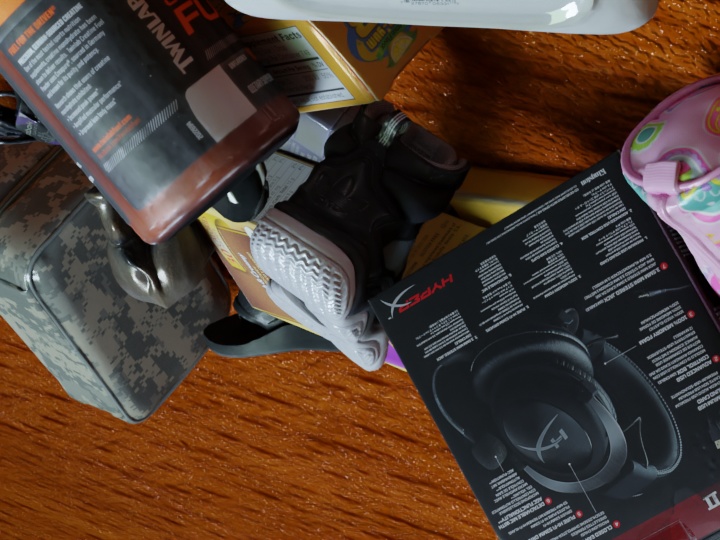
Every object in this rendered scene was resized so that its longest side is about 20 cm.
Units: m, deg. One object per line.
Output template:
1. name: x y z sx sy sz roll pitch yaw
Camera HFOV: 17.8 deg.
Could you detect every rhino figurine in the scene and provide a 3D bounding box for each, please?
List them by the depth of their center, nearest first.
1. rhino figurine: -0.117 -0.037 1.444 0.200 0.060 0.088 -63 -43 -72

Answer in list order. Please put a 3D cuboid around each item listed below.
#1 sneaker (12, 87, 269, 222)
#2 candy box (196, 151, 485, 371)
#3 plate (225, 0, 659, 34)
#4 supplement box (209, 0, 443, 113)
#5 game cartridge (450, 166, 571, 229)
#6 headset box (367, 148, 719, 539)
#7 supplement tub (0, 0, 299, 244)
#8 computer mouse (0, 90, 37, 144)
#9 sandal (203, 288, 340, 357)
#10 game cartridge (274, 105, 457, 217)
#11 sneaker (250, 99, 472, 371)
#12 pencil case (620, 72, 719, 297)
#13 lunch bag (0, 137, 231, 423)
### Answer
1. sneaker: -0.140 -0.086 1.254 0.200 0.088 0.076 45 156 6
2. candy box: 0.000 0.000 1.355 0.200 0.057 0.117 23 156 37
3. plate: 0.028 -0.157 0.952 0.199 0.032 0.200 3 150 6
4. supplement box: -0.041 -0.124 1.227 0.069 0.067 0.200 50 156 -23
5. game cartridge: 0.162 0.015 1.253 0.200 0.032 0.176 8 145 49
6. headset box: 0.120 0.062 1.119 0.200 0.149 0.077 60 -161 5
7. supplement tub: -0.130 -0.118 1.167 0.200 0.107 0.107 50 159 -3
8. computer mouse: -0.147 -0.097 1.392 0.138 0.053 0.200 -3 172 -28
9. sandal: -0.039 0.023 1.561 0.200 0.075 0.048 -6 109 52
10. game cartridge: -0.006 -0.046 1.389 0.130 0.038 0.200 39 160 6
11. sneaker: 0.008 -0.019 1.201 0.075 0.114 0.200 36 172 13
12. pencil case: 0.203 -0.001 1.066 0.087 0.088 0.200 8 145 53
13. lunch bag: -0.212 -0.010 1.650 0.167 0.140 0.200 19 152 39
